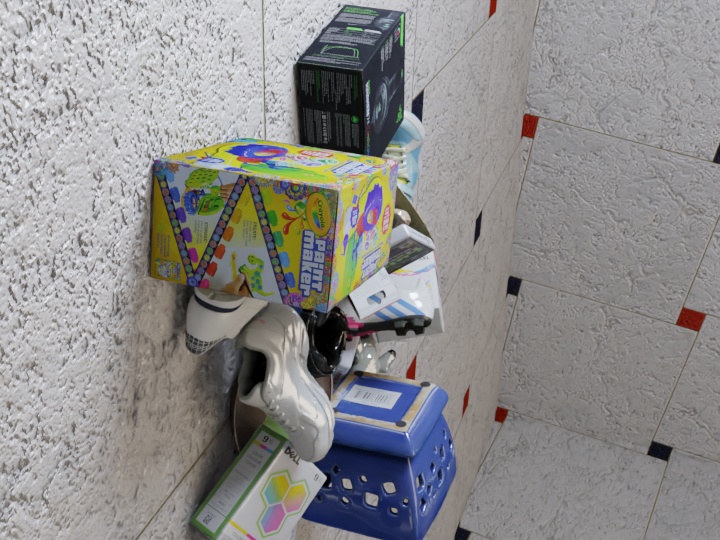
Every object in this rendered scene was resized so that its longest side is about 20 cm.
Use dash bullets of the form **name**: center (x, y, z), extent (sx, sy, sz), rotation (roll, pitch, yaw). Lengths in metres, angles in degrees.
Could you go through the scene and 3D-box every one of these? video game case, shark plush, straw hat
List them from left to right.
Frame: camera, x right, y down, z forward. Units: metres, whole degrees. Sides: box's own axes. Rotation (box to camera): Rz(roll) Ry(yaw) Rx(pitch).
- **video game case**: center (-0.012, 0.077, 1.533), extent (0.182, 0.023, 0.201), rotation (117, -11, -71)
- **shark plush**: center (-0.008, 0.193, 1.631), extent (0.090, 0.083, 0.201), rotation (8, 91, -37)
- **video game case**: center (0.000, 0.000, 1.363), extent (0.023, 0.199, 0.182), rotation (63, 12, 11)
- **straw hat**: center (0.017, -0.097, 1.464), extent (0.085, 0.201, 0.201), rotation (-38, 158, -1)

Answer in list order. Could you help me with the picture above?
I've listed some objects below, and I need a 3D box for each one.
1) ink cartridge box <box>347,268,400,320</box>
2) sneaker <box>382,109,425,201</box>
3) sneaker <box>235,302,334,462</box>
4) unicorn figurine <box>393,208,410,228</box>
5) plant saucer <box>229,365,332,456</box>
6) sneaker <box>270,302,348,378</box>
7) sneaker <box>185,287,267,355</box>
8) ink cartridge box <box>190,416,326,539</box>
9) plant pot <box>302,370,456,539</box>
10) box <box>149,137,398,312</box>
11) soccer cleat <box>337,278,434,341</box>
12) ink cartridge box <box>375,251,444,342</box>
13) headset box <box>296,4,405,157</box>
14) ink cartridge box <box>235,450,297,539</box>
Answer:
- **ink cartridge box**: center (-0.039, -0.030, 1.183), extent (0.109, 0.050, 0.201), rotation (-23, 82, -57)
- **sneaker**: center (0.060, -0.172, 1.621), extent (0.200, 0.079, 0.131), rotation (71, 32, -59)
- **sneaker**: center (-0.099, 0.144, 1.123), extent (0.099, 0.078, 0.201), rotation (-32, 109, -41)
- **unicorn figurine**: center (-0.025, -0.086, 1.321), extent (0.137, 0.199, 0.074), rotation (136, -47, -79)
- **plant saucer**: center (-0.107, 0.171, 1.265), extent (0.200, 0.032, 0.202), rotation (-12, 105, -53)
- **sneaker**: center (-0.063, 0.038, 1.198), extent (0.077, 0.111, 0.201), rotation (16, 69, -46)
- **sneaker**: center (-0.141, 0.028, 1.099), extent (0.200, 0.076, 0.081), rotation (-34, 145, -63)
- **ink cartridge box**: center (-0.109, 0.263, 1.200), extent (0.200, 0.059, 0.104), rotation (-54, 135, -18)
- **plant pot**: center (0.027, 0.266, 1.448), extent (0.200, 0.199, 0.181), rotation (-46, 139, -57)
- **box**: center (-0.083, -0.055, 0.997), extent (0.200, 0.191, 0.123), rotation (-38, 136, -67)
- **soccer cleat**: center (0.007, 0.053, 1.410), extent (0.070, 0.199, 0.087), rotation (84, 4, -65)
- **ink cartridge box**: center (0.075, 0.020, 1.646), extent (0.201, 0.115, 0.067), rotation (-93, 170, -45)
- **headset box**: center (-0.006, -0.245, 1.318), extent (0.200, 0.092, 0.175), rotation (-61, 157, -48)
- **ink cartridge box**: center (-0.128, 0.317, 1.357), extent (0.200, 0.040, 0.201), rotation (-17, 117, -72)
